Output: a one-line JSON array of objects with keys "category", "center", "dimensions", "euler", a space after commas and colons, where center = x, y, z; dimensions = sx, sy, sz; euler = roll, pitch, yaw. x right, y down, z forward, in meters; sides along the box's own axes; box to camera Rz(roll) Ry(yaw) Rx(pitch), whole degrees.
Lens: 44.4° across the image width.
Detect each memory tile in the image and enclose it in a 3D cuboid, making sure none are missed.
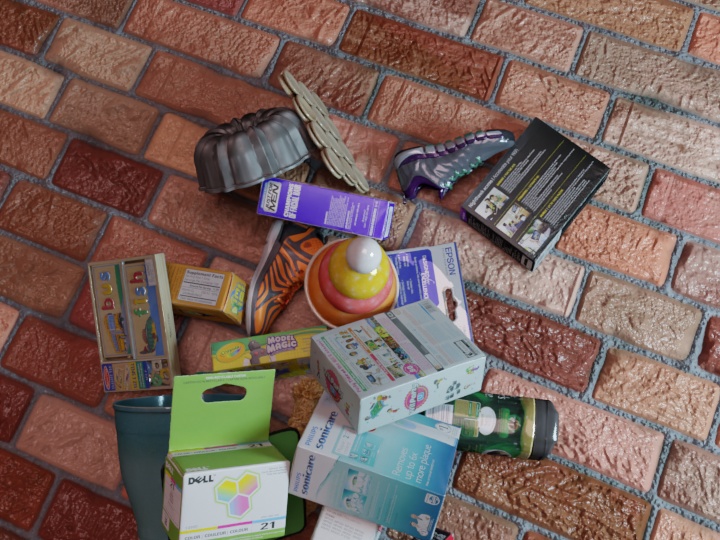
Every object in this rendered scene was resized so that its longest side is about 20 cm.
[{"category": "memory tile", "center": [-0.058, -0.217, 1.394], "dimensions": [0.017, 0.153, 0.202], "euler": [-32, 72, 14]}]

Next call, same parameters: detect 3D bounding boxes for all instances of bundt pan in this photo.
[{"category": "bundt pan", "center": [-0.170, -0.195, 1.366], "dimensions": [0.199, 0.202, 0.077], "euler": [-19, 111, -2]}]

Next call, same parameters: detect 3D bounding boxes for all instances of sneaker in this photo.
[{"category": "sneaker", "center": [0.154, -0.163, 1.404], "dimensions": [0.197, 0.074, 0.089], "euler": [-12, 82, 16]}, {"category": "sneaker", "center": [-0.105, 0.019, 1.358], "dimensions": [0.110, 0.078, 0.203], "euler": [13, 74, 9]}]

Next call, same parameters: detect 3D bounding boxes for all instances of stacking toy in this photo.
[{"category": "stacking toy", "center": [0.000, 0.000, 1.244], "dimensions": [0.144, 0.200, 0.148], "euler": [3, 74, -9]}]

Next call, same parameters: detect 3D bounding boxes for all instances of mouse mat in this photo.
[{"category": "mouse mat", "center": [-0.165, 0.306, 1.184], "dimensions": [0.198, 0.008, 0.163], "euler": [-11, 106, -28]}]

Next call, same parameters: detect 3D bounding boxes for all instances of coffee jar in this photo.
[{"category": "coffee jar", "center": [0.182, 0.219, 1.263], "dimensions": [0.197, 0.104, 0.087], "euler": [6, 73, 5]}]

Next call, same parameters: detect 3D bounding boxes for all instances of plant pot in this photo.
[{"category": "plant pot", "center": [-0.245, 0.276, 1.235], "dimensions": [0.197, 0.200, 0.191], "euler": [-2, 86, 3]}]

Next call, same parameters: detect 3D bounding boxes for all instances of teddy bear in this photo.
[{"category": "teddy bear", "center": [-0.078, 0.256, 1.274], "dimensions": [0.145, 0.067, 0.201], "euler": [46, 70, -22]}]

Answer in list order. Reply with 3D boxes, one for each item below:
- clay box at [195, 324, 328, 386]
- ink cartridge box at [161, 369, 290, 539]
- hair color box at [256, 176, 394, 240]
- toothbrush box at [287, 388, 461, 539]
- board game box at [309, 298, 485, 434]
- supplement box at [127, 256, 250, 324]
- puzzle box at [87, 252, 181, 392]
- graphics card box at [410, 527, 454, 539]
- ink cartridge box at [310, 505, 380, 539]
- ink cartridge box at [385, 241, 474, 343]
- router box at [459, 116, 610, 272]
[{"category": "clay box", "center": [-0.139, 0.129, 1.307], "dimensions": [0.197, 0.115, 0.048], "euler": [-8, 71, 1]}, {"category": "ink cartridge box", "center": [-0.168, 0.237, 1.119], "dimensions": [0.146, 0.076, 0.203], "euler": [-1, 103, -29]}, {"category": "hair color box", "center": [-0.051, -0.097, 1.367], "dimensions": [0.197, 0.109, 0.066], "euler": [11, 94, 6]}, {"category": "toothbrush box", "center": [0.021, 0.250, 1.168], "dimensions": [0.197, 0.147, 0.086], "euler": [17, 119, 8]}, {"category": "board game box", "center": [0.049, 0.127, 1.212], "dimensions": [0.198, 0.065, 0.148], "euler": [-15, 37, -25]}, {"category": "supplement box", "center": [-0.270, 0.030, 1.347], "dimensions": [0.197, 0.067, 0.070], "euler": [11, 73, 23]}, {"category": "puzzle box", "center": [-0.341, 0.080, 1.324], "dimensions": [0.131, 0.025, 0.203], "euler": [-7, 93, 25]}, {"category": "graphics card box", "center": [0.056, 0.443, 1.151], "dimensions": [0.199, 0.050, 0.127], "euler": [-29, 114, -40]}, {"category": "ink cartridge box", "center": [-0.036, 0.411, 1.195], "dimensions": [0.082, 0.146, 0.202], "euler": [19, 75, 9]}, {"category": "ink cartridge box", "center": [0.065, 0.068, 1.351], "dimensions": [0.197, 0.047, 0.200], "euler": [-7, 71, -1]}, {"category": "router box", "center": [0.274, -0.122, 1.390], "dimensions": [0.149, 0.051, 0.200], "euler": [38, 79, 16]}]
